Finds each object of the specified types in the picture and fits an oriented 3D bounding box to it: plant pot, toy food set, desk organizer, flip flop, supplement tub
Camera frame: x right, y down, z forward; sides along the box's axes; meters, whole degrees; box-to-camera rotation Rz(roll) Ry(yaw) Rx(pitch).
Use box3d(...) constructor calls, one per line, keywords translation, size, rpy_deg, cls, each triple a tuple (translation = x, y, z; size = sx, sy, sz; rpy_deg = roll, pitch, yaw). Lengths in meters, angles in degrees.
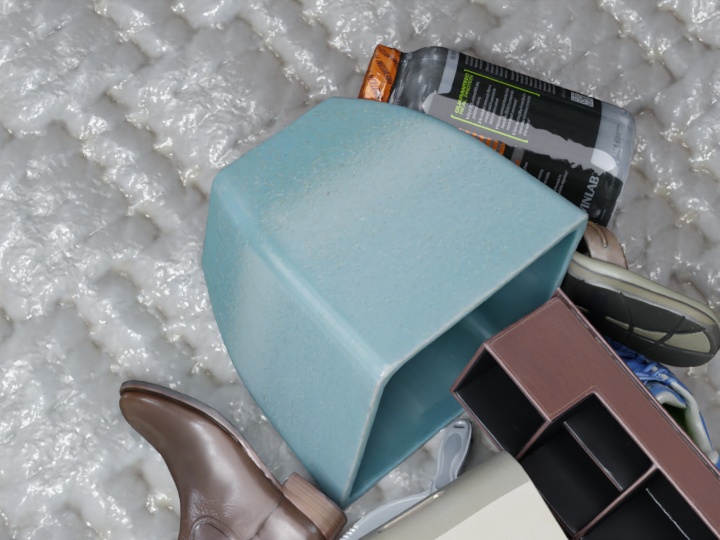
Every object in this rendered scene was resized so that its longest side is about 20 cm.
box3d(translation=(0.000, 0.000, 1.278), size=(0.196, 0.196, 0.200), rpy_deg=(-37, 71, -27), cls="plant pot")
box3d(translation=(0.080, 0.230, 1.153), size=(0.143, 0.060, 0.200), rpy_deg=(-30, 78, -7), cls="toy food set")
box3d(translation=(0.156, 0.119, 1.229), size=(0.077, 0.072, 0.200), rpy_deg=(-30, 73, -34), cls="desk organizer")
box3d(translation=(0.166, 0.000, 1.318), size=(0.200, 0.081, 0.058), rpy_deg=(25, 58, 16), cls="flip flop")
box3d(translation=(0.091, -0.090, 1.384), size=(0.200, 0.123, 0.123), rpy_deg=(19, 59, -3), cls="supplement tub")

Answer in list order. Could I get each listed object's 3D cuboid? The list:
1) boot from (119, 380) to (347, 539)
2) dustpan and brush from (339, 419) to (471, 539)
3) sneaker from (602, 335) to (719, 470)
box3d(translation=(-0.134, 0.189, 1.217), size=(0.186, 0.064, 0.200), rpy_deg=(32, 66, 13), cls="boot")
box3d(translation=(0.049, 0.175, 1.256), size=(0.140, 0.057, 0.200), rpy_deg=(3, 30, 15), cls="dustpan and brush")
box3d(translation=(0.199, 0.083, 1.341), size=(0.076, 0.077, 0.200), rpy_deg=(-22, 67, -21), cls="sneaker")
